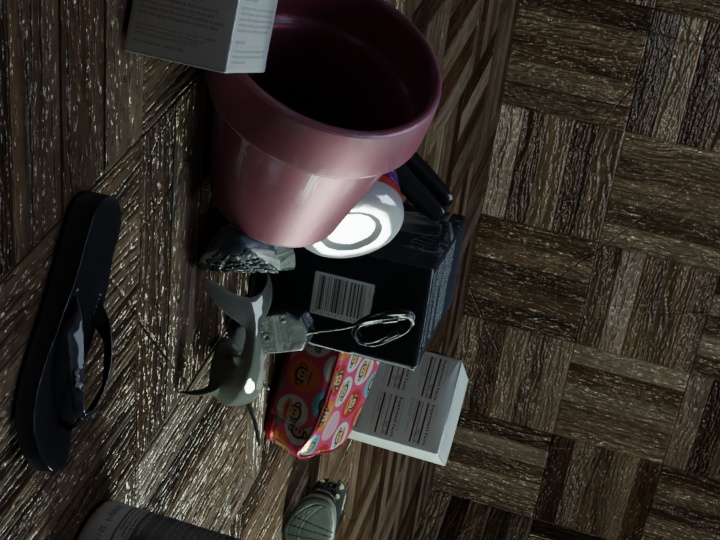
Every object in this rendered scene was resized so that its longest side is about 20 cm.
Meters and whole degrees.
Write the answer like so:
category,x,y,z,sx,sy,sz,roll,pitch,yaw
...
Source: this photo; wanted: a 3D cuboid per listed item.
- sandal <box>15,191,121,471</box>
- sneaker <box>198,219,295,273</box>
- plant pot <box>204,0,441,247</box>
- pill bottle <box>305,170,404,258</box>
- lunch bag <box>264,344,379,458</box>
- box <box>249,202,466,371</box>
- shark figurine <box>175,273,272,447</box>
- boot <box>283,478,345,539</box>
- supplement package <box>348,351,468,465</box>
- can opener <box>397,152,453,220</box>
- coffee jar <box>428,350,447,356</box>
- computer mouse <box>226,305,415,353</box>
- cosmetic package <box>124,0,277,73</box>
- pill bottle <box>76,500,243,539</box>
category,x,y,z,sx,sy,sz,roll,pitch,yaw
sandal,-0.197,0.047,0.934,0.076,0.042,0.203,-10,113,-79
sneaker,-0.108,-0.042,1.271,0.200,0.077,0.088,-35,126,-85
plant pot,-0.050,-0.126,1.154,0.180,0.198,0.201,-63,-178,45
pill bottle,-0.024,-0.121,1.342,0.113,0.111,0.202,88,-7,-57
lunch bag,-0.032,0.137,1.720,0.176,0.081,0.202,-3,116,-63
box,0.000,0.000,1.504,0.197,0.198,0.125,-51,152,-67
shark figurine,-0.131,0.094,1.259,0.215,0.088,0.130,119,-36,-66
boot,-0.063,0.361,2.010,0.154,0.073,0.205,-68,173,-49
supplement package,0.049,0.194,2.032,0.191,0.198,0.149,62,43,-76
can opener,0.033,-0.136,1.487,0.078,0.201,0.063,-19,-158,50
coffee jar,0.152,0.233,2.965,0.200,0.084,0.105,23,85,-81
computer mouse,-0.041,0.054,1.395,0.034,0.197,0.059,-95,-177,-51
cosmetic package,-0.098,-0.249,0.962,0.108,0.084,0.202,-32,134,-76
pill bottle,-0.139,0.274,1.116,0.114,0.198,0.115,14,90,-79
